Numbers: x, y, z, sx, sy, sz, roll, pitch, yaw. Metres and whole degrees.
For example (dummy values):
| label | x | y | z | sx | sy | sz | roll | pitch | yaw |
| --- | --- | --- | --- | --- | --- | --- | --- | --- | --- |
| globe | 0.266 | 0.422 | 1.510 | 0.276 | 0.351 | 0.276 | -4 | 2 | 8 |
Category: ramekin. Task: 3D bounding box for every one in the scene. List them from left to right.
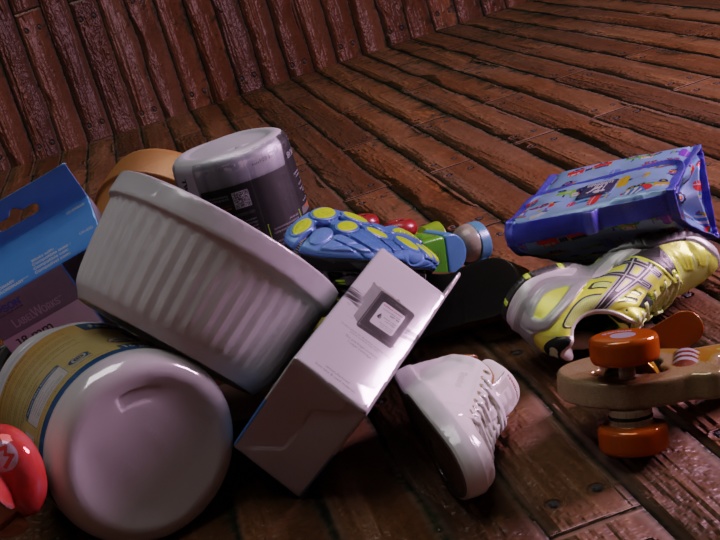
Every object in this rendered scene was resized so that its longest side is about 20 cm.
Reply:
| label | x | y | z | sx | sy | sz | roll | pitch | yaw |
| --- | --- | --- | --- | --- | --- | --- | --- | --- | --- |
| ramekin | -0.128 | 0.016 | 1.006 | 0.200 | 0.200 | 0.105 | 13 | 72 | 58 |

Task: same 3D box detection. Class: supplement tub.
| label | x | y | z | sx | sy | sz | roll | pitch | yaw |
| --- | --- | --- | --- | --- | --- | --- | --- | --- | --- |
| supplement tub | -0.201 | 0.119 | 0.997 | 0.145 | 0.145 | 0.200 | -25 | 19 | -26 |
| supplement tub | -0.107 | -0.035 | 1.296 | 0.122 | 0.200 | 0.123 | -15 | 16 | 4 |

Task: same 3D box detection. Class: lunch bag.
| label | x | y | z | sx | sy | sz | roll | pitch | yaw |
| --- | --- | --- | --- | --- | --- | --- | --- | --- | --- |
| lunch bag | 0.224 | -0.048 | 1.134 | 0.150 | 0.094 | 0.200 | -10 | 4 | 24 |

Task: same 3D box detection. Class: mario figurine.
| label | x | y | z | sx | sy | sz | roll | pitch | yaw |
| --- | --- | --- | --- | --- | --- | --- | --- | --- | --- |
| mario figurine | -0.302 | 0.181 | 0.869 | 0.200 | 0.123 | 0.106 | -41 | 37 | 8 |

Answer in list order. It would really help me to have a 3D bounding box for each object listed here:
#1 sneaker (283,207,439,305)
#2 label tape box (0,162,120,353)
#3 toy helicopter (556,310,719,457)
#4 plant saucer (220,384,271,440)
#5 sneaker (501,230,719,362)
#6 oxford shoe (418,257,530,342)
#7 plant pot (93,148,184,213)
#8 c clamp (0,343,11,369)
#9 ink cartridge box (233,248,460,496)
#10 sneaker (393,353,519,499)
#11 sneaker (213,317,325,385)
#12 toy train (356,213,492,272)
| label | x | y | z | sx | sy | sz | roll | pitch | yaw |
| --- | --- | --- | --- | --- | --- | --- | --- | --- | --- |
| sneaker | 0.000 | 0.000 | 1.072 | 0.071 | 0.083 | 0.200 | 38 | 11 | 27 |
| label tape box | -0.297 | 0.018 | 1.259 | 0.144 | 0.200 | 0.063 | -30 | 27 | 2 |
| toy helicopter | 0.235 | 0.068 | 0.904 | 0.200 | 0.079 | 0.132 | -9 | 6 | -11 |
| plant saucer | -0.077 | 0.100 | 1.138 | 0.200 | 0.030 | 0.200 | -15 | 16 | 5 |
| sneaker | 0.217 | 0.027 | 1.049 | 0.200 | 0.075 | 0.076 | -19 | 49 | -18 |
| oxford shoe | 0.078 | 0.033 | 1.174 | 0.200 | 0.071 | 0.071 | -7 | -11 | 37 |
| plant pot | -0.222 | -0.013 | 1.389 | 0.200 | 0.200 | 0.140 | -6 | 36 | 32 |
| c clamp | -0.356 | 0.099 | 1.425 | 0.171 | 0.027 | 0.200 | -23 | 19 | -4 |
| ink cartridge box | -0.006 | 0.065 | 0.982 | 0.116 | 0.067 | 0.200 | -55 | -2 | 39 |
| sneaker | 0.079 | 0.098 | 0.916 | 0.085 | 0.073 | 0.200 | -20 | 16 | -3 |
| sneaker | -0.103 | 0.066 | 1.124 | 0.200 | 0.078 | 0.090 | -2 | 51 | 21 |
| toy train | 0.040 | -0.025 | 1.345 | 0.116 | 0.085 | 0.200 | -14 | 13 | -30 |
